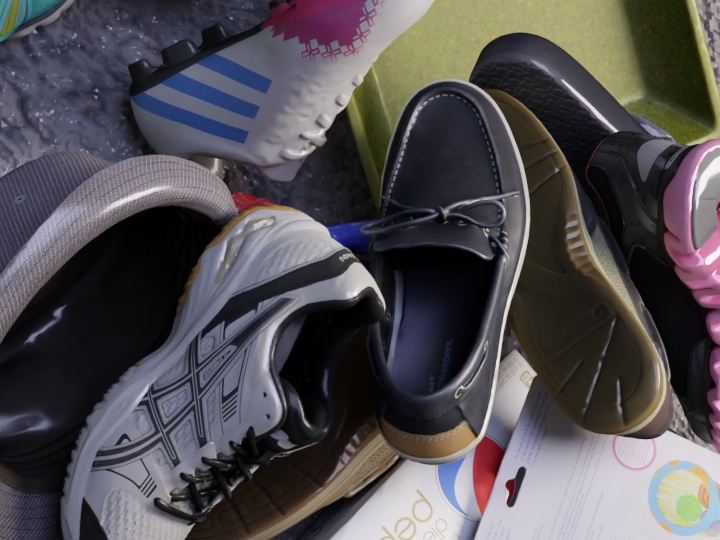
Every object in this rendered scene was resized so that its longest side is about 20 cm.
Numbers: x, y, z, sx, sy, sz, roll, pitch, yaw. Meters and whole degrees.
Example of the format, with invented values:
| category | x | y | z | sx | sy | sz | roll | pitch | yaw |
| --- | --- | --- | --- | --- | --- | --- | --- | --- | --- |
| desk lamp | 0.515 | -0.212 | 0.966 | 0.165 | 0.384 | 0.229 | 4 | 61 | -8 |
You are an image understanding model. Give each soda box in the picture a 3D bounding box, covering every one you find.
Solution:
| category | x | y | z | sx | sy | sz | roll | pitch | yaw |
| --- | --- | --- | --- | --- | --- | --- | --- | --- | --- |
| soda box | 0.023 | 0.128 | 1.335 | 0.064 | 0.068 | 0.200 | 49 | 57 | -6 |

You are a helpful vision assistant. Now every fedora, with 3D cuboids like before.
| category | x | y | z | sx | sy | sz | roll | pitch | yaw |
| --- | --- | --- | --- | --- | --- | --- | --- | --- | --- |
| fedora | -0.147 | 0.022 | 1.259 | 0.090 | 0.177 | 0.200 | 32 | 85 | 33 |

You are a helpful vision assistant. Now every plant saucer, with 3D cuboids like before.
| category | x | y | z | sx | sy | sz | roll | pitch | yaw |
| --- | --- | --- | --- | --- | --- | --- | --- | --- | --- |
| plant saucer | 0.075 | -0.127 | 1.413 | 0.200 | 0.048 | 0.200 | -23 | 114 | -12 |

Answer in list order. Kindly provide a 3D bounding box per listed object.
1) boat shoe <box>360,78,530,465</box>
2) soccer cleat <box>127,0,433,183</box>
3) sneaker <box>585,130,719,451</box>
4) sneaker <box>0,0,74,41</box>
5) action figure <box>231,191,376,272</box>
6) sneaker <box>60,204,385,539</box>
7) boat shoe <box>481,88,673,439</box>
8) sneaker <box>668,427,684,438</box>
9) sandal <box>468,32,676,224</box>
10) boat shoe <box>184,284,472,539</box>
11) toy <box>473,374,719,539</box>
| category | x | y | z | sx | sy | sz | roll | pitch | yaw |
| --- | --- | --- | --- | --- | --- | --- | --- | --- | --- |
| boat shoe | 0.039 | -0.008 | 1.279 | 0.075 | 0.062 | 0.200 | 1 | 62 | 11 |
| soccer cleat | -0.028 | -0.094 | 1.330 | 0.070 | 0.200 | 0.086 | -35 | 101 | -49 |
| sneaker | 0.163 | 0.006 | 1.378 | 0.079 | 0.095 | 0.200 | -45 | 137 | -32 |
| sneaker | -0.184 | -0.148 | 1.334 | 0.078 | 0.080 | 0.200 | 43 | 57 | -6 |
| action figure | 0.000 | 0.000 | 1.352 | 0.200 | 0.099 | 0.065 | 4 | 106 | -19 |
| sneaker | -0.063 | 0.069 | 1.240 | 0.076 | 0.088 | 0.200 | 23 | 98 | -54 |
| boat shoe | 0.095 | 0.002 | 1.335 | 0.072 | 0.066 | 0.201 | -32 | 62 | 7 |
| sneaker | 0.187 | 0.130 | 1.411 | 0.200 | 0.081 | 0.077 | 38 | 60 | -7 |
| sandal | 0.140 | -0.056 | 1.401 | 0.200 | 0.076 | 0.043 | 46 | 48 | -25 |
| boat shoe | -0.016 | 0.084 | 1.318 | 0.200 | 0.065 | 0.071 | -35 | 60 | -5 |
| toy | 0.153 | 0.146 | 1.341 | 0.200 | 0.047 | 0.115 | 23 | 71 | -5 |
